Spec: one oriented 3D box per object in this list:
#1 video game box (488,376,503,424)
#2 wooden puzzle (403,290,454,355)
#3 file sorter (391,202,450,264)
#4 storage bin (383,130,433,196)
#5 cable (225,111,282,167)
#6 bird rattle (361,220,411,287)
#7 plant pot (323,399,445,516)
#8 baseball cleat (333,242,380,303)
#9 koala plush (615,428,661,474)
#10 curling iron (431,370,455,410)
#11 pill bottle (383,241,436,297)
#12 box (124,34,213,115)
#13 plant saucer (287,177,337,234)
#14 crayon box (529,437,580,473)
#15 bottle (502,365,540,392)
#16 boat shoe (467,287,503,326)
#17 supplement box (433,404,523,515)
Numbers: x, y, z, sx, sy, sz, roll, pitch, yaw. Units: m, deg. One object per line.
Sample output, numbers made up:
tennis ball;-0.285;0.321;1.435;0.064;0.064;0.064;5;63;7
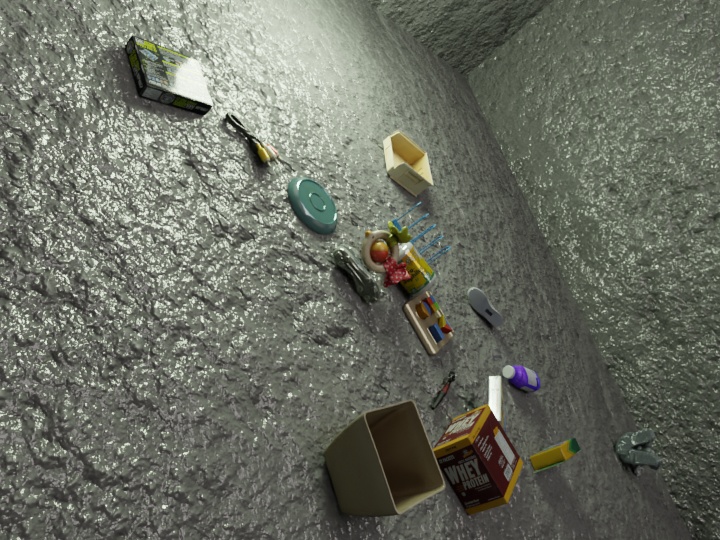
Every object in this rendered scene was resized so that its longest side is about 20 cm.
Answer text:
video game box;0.437;0.475;1.703;0.184;0.046;0.203;-73;153;-53
wooden puzzle;0.240;0.165;1.789;0.188;0.046;0.199;60;32;4
file sorter;0.212;-0.123;1.884;0.202;0.122;0.139;56;2;-2
storage bin;0.193;-0.444;2.208;0.197;0.093;0.203;30;41;-36
cable;-0.299;-0.383;1.537;0.202;0.050;0.097;54;31;-7
bird rattle;0.074;-0.051;1.657;0.159;0.205;0.112;5;10;-22
plant pot;0.037;0.423;1.172;0.198;0.176;0.203;4;59;-52
baseball cleat;0.000;0.000;1.592;0.202;0.069;0.107;54;26;-11
koala plush;1.318;0.871;2.549;0.201;0.180;0.181;51;35;-49
curling iron;0.251;0.369;1.643;0.199;0.025;0.051;-38;130;-54
pill bottle;0.152;-0.021;1.771;0.201;0.112;0.113;51;33;-10
box;-0.493;-0.503;1.389;0.198;0.044;0.163;1;61;-53
plant saucer;-0.137;-0.203;1.623;0.199;0.027;0.203;35;38;-32
crayon box;0.684;0.651;1.888;0.198;0.125;0.052;3;58;-52
bottle;0.620;0.413;2.065;0.198;0.065;0.085;25;43;-40
boat shoe;0.494;0.140;2.144;0.200;0.071;0.070;43;7;-14
supplement box;0.335;0.532;1.519;0.202;0.132;0.196;58;33;3
